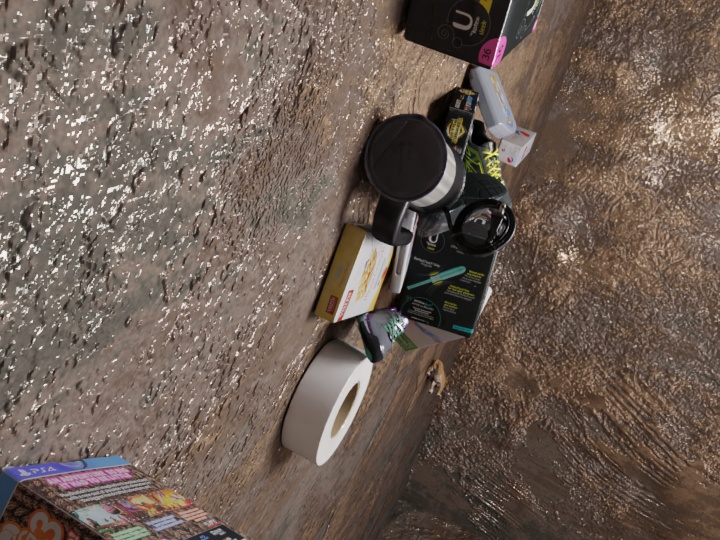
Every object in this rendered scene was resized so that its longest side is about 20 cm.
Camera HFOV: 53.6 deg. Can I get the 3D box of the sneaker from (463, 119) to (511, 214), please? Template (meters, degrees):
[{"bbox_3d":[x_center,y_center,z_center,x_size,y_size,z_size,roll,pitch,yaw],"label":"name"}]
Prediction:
[{"bbox_3d":[0.233,-0.197,1.355,0.074,0.202,0.085,-19,162,-30],"label":"sneaker"}]

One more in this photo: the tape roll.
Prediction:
[{"bbox_3d":[-0.054,0.220,1.202,0.203,0.070,0.203,-58,162,-30],"label":"tape roll"}]

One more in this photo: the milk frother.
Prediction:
[{"bbox_3d":[0.121,-0.114,1.021,0.188,0.197,0.183,1,93,-74],"label":"milk frother"}]

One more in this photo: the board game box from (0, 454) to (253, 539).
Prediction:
[{"bbox_3d":[-0.174,0.237,0.548,0.098,0.198,0.159,-63,164,-5],"label":"board game box"}]

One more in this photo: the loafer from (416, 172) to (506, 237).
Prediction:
[{"bbox_3d":[0.168,-0.113,1.210,0.198,0.073,0.073,-18,148,-35],"label":"loafer"}]

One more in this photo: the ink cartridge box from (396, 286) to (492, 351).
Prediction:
[{"bbox_3d":[0.169,0.083,1.546,0.199,0.084,0.145,-21,-153,49],"label":"ink cartridge box"}]

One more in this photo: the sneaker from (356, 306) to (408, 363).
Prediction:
[{"bbox_3d":[0.041,0.094,1.198,0.200,0.086,0.075,-112,-173,-78],"label":"sneaker"}]

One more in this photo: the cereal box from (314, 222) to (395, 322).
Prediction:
[{"bbox_3d":[0.000,0.000,1.112,0.145,0.039,0.200,-70,165,9],"label":"cereal box"}]

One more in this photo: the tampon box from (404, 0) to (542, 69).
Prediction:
[{"bbox_3d":[0.162,-0.374,0.913,0.200,0.125,0.151,-49,157,-48],"label":"tampon box"}]

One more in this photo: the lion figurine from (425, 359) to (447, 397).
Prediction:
[{"bbox_3d":[0.291,0.390,2.676,0.201,0.072,0.123,90,20,-48],"label":"lion figurine"}]

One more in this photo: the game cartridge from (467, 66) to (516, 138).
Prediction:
[{"bbox_3d":[0.265,-0.328,1.406,0.041,0.134,0.200,-24,-178,22],"label":"game cartridge"}]

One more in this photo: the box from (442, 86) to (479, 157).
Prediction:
[{"bbox_3d":[0.163,-0.211,1.279,0.159,0.045,0.202,-64,169,-61],"label":"box"}]

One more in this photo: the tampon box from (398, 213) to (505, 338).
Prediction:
[{"bbox_3d":[0.172,-0.006,1.336,0.126,0.148,0.202,-51,156,-61],"label":"tampon box"}]

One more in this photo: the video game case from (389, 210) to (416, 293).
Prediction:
[{"bbox_3d":[0.093,-0.092,1.253,0.183,0.023,0.201,97,9,-47],"label":"video game case"}]

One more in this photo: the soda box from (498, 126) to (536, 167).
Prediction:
[{"bbox_3d":[0.465,-0.373,2.125,0.200,0.067,0.064,-42,152,-57],"label":"soda box"}]
